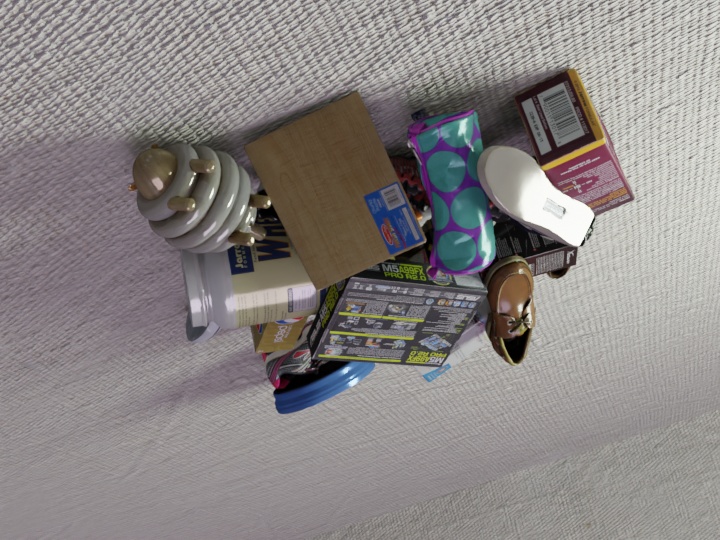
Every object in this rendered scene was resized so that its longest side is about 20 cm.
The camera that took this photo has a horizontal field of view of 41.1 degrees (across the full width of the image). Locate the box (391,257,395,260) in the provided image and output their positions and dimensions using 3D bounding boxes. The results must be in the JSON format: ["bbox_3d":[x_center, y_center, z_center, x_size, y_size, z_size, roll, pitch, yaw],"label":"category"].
[{"bbox_3d":[0.000,0.000,1.379,0.075,0.050,0.200,-31,-179,-8],"label":"box"}]

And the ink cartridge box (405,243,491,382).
[{"bbox_3d":[0.137,0.047,1.466,0.200,0.146,0.147,-34,160,2],"label":"ink cartridge box"}]

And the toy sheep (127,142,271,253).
[{"bbox_3d":[-0.183,-0.080,1.120,0.138,0.138,0.200,-28,135,27],"label":"toy sheep"}]

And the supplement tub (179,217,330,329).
[{"bbox_3d":[-0.137,0.000,1.295,0.199,0.145,0.145,-9,154,-12],"label":"supplement tub"}]

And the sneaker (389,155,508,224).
[{"bbox_3d":[0.105,-0.126,1.258,0.200,0.098,0.071,13,166,-4],"label":"sneaker"}]

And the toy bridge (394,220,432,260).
[{"bbox_3d":[0.070,-0.025,1.495,0.067,0.027,0.200,8,145,-42],"label":"toy bridge"}]

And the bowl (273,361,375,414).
[{"bbox_3d":[-0.070,0.199,1.761,0.200,0.039,0.201,-26,-175,2],"label":"bowl"}]

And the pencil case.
[{"bbox_3d":[0.111,-0.095,1.171,0.092,0.201,0.085,-18,-159,-14],"label":"pencil case"}]

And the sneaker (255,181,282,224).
[{"bbox_3d":[-0.049,-0.056,1.213,0.199,0.083,0.072,24,143,-8],"label":"sneaker"}]

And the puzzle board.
[{"bbox_3d":[-0.029,-0.092,1.148,0.150,0.200,0.017,-24,-163,7],"label":"puzzle board"}]

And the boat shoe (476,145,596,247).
[{"bbox_3d":[0.193,-0.090,1.177,0.200,0.075,0.093,33,171,-33],"label":"boat shoe"}]

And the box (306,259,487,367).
[{"bbox_3d":[0.047,0.058,1.278,0.199,0.044,0.160,6,134,-22],"label":"box"}]

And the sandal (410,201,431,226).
[{"bbox_3d":[0.067,-0.082,1.315,0.206,0.079,0.059,-13,152,-9],"label":"sandal"}]

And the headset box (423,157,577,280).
[{"bbox_3d":[0.186,-0.058,1.347,0.199,0.149,0.077,-17,154,3],"label":"headset box"}]

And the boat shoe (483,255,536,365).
[{"bbox_3d":[0.214,0.058,1.321,0.072,0.068,0.200,-19,145,-3],"label":"boat shoe"}]

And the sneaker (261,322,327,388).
[{"bbox_3d":[-0.083,0.145,1.707,0.200,0.075,0.081,-29,151,26],"label":"sneaker"}]

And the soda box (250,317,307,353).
[{"bbox_3d":[-0.124,0.061,1.522,0.067,0.064,0.200,-5,154,-20],"label":"soda box"}]

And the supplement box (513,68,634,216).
[{"bbox_3d":[0.279,-0.156,1.241,0.085,0.111,0.200,-23,153,18],"label":"supplement box"}]

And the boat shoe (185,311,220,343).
[{"bbox_3d":[-0.199,0.053,1.451,0.067,0.074,0.200,7,147,-33],"label":"boat shoe"}]

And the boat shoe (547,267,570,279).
[{"bbox_3d":[0.315,-0.046,1.527,0.074,0.075,0.202,-17,155,5],"label":"boat shoe"}]
